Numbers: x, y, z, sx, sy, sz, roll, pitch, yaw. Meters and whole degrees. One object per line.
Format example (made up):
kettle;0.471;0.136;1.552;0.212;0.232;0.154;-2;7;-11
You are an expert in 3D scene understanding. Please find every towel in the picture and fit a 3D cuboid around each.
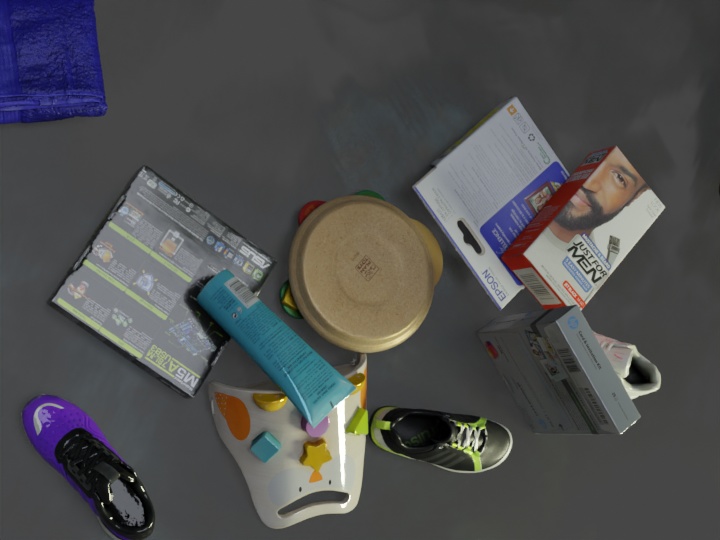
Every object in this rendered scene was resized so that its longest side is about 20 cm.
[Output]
towel;-0.389;-0.239;1.438;0.198;0.049;0.150;-7;87;-22

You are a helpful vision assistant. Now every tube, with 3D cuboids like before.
tube;-0.098;0.084;1.433;0.200;0.050;0.077;44;58;8

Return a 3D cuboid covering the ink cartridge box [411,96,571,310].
ink cartridge box;0.182;-0.086;1.644;0.200;0.047;0.198;-40;101;-19

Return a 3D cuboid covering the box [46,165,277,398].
box;-0.226;0.014;1.475;0.199;0.047;0.194;35;75;-15

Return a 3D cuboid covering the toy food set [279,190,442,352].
toy food set;0.000;0.000;1.557;0.197;0.049;0.202;30;70;-13

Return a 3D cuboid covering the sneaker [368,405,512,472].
sneaker;0.104;0.209;1.557;0.198;0.083;0.073;9;81;-20

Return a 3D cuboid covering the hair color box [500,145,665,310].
hair color box;0.285;-0.049;1.627;0.111;0.064;0.200;47;70;-14

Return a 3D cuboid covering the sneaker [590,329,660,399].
sneaker;0.303;0.106;1.636;0.198;0.099;0.079;21;77;-18

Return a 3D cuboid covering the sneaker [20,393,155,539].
sneaker;-0.289;0.214;1.396;0.070;0.099;0.201;-42;100;-22

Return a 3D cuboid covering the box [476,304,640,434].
box;0.237;0.125;1.555;0.041;0.200;0.157;-33;96;-23

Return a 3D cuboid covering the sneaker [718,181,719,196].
sneaker;0.591;-0.147;1.791;0.115;0.076;0.201;41;71;-15

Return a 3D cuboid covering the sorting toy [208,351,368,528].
sorting toy;-0.063;0.208;1.500;0.198;0.107;0.182;-11;106;-22
